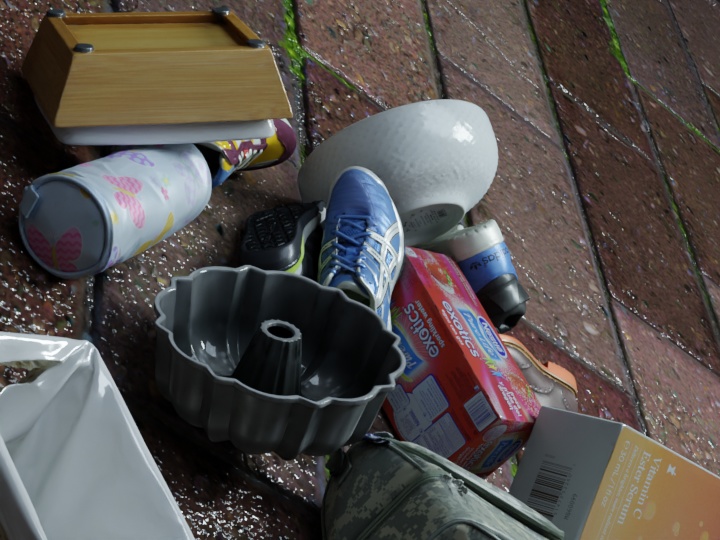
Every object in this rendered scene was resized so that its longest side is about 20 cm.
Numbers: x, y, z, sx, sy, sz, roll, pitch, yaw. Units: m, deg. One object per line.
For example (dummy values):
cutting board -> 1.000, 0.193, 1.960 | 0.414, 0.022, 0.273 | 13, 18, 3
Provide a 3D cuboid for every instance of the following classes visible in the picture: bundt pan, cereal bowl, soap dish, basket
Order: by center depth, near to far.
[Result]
basket -> -0.203, 0.152, 1.151 | 0.135, 0.123, 0.200 | 8, 46, -55
bundt pan -> -0.070, 0.078, 1.472 | 0.201, 0.076, 0.202 | 13, 25, -6
soap dish -> -0.172, -0.165, 1.586 | 0.199, 0.082, 0.157 | -4, 23, -18
cereal bowl -> 0.043, -0.078, 1.818 | 0.200, 0.200, 0.084 | 12, 54, -52

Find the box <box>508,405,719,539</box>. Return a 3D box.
box -> 0.232, 0.229, 1.676 | 0.200, 0.153, 0.106 | 28, -11, -35

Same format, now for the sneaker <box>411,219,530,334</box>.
sneaker -> 0.104, 0.015, 1.868 | 0.112, 0.077, 0.200 | 67, -18, -4

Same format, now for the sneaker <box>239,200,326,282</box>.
sneaker -> -0.069, -0.004, 1.701 | 0.200, 0.071, 0.083 | -59, 139, -69

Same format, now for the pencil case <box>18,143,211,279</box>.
pencil case -> -0.194, -0.057, 1.524 | 0.091, 0.083, 0.200 | 51, 25, 0

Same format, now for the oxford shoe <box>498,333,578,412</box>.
oxford shoe -> 0.142, 0.116, 1.838 | 0.200, 0.071, 0.073 | 22, 47, -35

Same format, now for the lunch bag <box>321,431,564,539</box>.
lunch bag -> 0.068, 0.225, 1.483 | 0.200, 0.139, 0.168 | 34, 11, -28

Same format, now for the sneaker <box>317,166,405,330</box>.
sneaker -> 0.000, 0.000, 1.665 | 0.077, 0.075, 0.201 | 69, 18, -71

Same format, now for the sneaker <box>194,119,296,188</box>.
sneaker -> -0.129, -0.106, 1.724 | 0.199, 0.075, 0.090 | 7, 44, -43

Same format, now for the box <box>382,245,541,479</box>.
box -> 0.071, 0.086, 1.723 | 0.095, 0.100, 0.200 | 12, 41, -54
